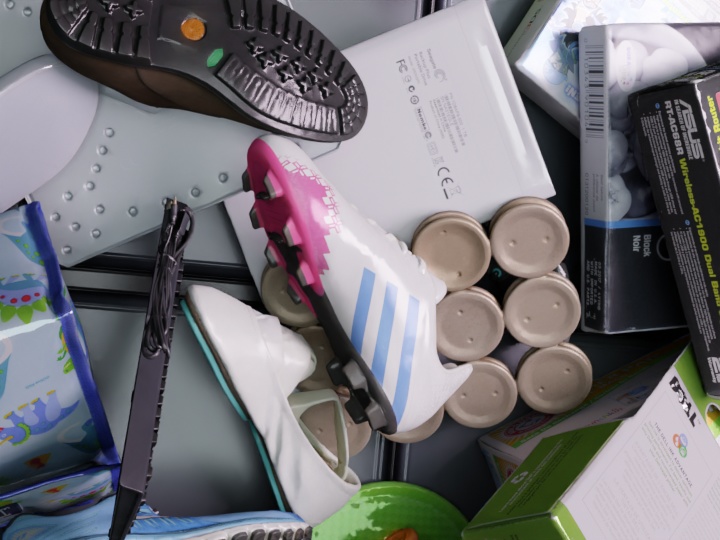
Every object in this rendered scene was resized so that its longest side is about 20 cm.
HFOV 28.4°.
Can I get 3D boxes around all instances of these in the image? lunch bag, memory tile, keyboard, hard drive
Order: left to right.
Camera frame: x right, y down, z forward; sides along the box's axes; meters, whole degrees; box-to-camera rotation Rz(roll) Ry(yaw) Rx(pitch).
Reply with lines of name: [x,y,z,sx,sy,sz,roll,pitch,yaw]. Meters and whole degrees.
lunch bag: [-0.234,0.086,0.827,0.169,0.128,0.201,-16,136,-11]
keyboard: [-0.115,0.042,0.804,0.020,0.128,0.201,9,51,-9]
hard drive: [0.007,-0.075,0.900,0.198,0.027,0.133,-21,94,9]
memory tile: [0.043,0.038,0.909,0.198,0.017,0.154,-12,114,7]

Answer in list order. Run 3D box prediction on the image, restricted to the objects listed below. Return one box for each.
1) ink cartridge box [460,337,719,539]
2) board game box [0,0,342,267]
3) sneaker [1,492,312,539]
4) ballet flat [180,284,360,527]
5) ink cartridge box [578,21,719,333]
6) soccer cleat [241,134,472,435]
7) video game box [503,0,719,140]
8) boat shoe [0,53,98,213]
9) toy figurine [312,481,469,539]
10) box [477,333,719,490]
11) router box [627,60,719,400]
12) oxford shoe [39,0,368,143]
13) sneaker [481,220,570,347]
ink cartridge box: [0.172,0.155,0.864,0.200,0.075,0.149,-40,103,-43]
board game box: [-0.136,-0.131,0.874,0.199,0.026,0.201,-23,97,5]
sneaker: [-0.122,0.161,0.856,0.198,0.090,0.079,1,123,-28]
ballet flat: [-0.049,0.078,0.883,0.069,0.069,0.201,-29,125,-11]
ink cartridge box: [0.239,-0.064,0.940,0.198,0.043,0.200,-5,99,-21]
soccer cleat: [0.000,0.000,0.855,0.086,0.070,0.201,-30,104,-18]
video game box: [0.215,-0.153,0.965,0.199,0.047,0.183,36,82,-20]
boat shoe: [-0.240,-0.058,0.847,0.200,0.057,0.069,-46,136,1]
toy figurine: [0.016,0.236,0.871,0.199,0.184,0.151,-37,100,-9]
box: [0.196,0.127,0.953,0.199,0.101,0.113,-25,98,-12]
router box: [0.260,-0.037,0.876,0.149,0.062,0.202,-21,99,-30]
oxford shoe: [-0.090,-0.123,0.830,0.199,0.084,0.073,21,72,-18]
sneaker: [0.083,-0.036,0.945,0.079,0.075,0.202,-20,89,0]
